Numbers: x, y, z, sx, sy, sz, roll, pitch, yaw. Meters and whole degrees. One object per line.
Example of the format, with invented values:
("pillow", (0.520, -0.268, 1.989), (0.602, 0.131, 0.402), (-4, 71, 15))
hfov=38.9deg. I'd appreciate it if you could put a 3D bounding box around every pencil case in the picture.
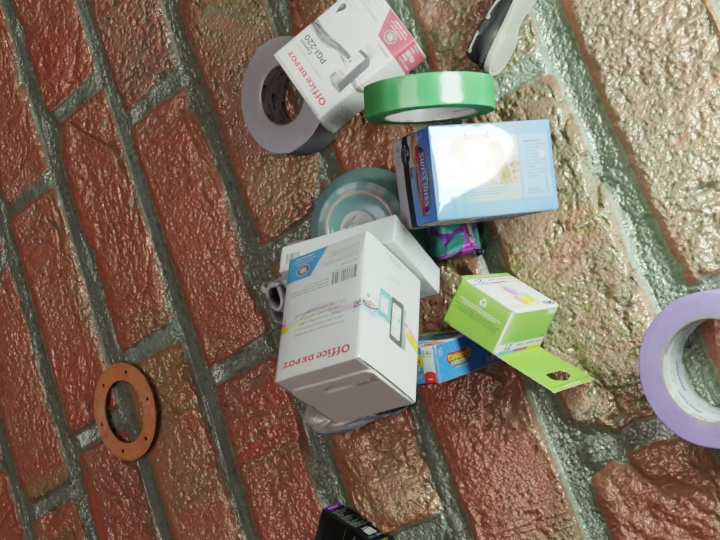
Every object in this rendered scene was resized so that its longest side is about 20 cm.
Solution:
("pencil case", (0.141, -0.120, 1.579), (0.092, 0.084, 0.204), (-7, 89, 53))

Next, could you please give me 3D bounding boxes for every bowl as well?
("bowl", (0.008, -0.066, 1.623), (0.197, 0.105, 0.205), (0, 91, 8))

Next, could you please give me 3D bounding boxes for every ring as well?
("ring", (-0.488, 0.294, 2.129), (0.198, 0.019, 0.204), (3, 96, 38))

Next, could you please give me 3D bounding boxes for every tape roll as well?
("tape roll", (0.103, -0.256, 1.528), (0.198, 0.199, 0.049), (-3, 92, 37))
("tape roll", (-0.117, -0.304, 1.780), (0.198, 0.066, 0.204), (3, 95, 38))
("tape roll", (0.474, 0.125, 1.337), (0.197, 0.084, 0.204), (2, 94, 36))

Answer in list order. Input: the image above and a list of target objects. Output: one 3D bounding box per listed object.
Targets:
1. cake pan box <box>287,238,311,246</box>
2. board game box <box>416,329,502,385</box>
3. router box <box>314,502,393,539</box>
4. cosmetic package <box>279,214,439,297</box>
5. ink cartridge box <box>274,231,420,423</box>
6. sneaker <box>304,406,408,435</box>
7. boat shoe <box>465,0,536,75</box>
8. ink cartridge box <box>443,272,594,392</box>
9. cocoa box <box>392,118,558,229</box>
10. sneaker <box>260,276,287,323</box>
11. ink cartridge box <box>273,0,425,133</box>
("cake pan box", (-0.034, 0.032, 1.745), (0.198, 0.052, 0.188), (-7, 90, 38))
("board game box", (0.090, 0.133, 1.560), (0.193, 0.199, 0.057), (-9, 91, 37))
("router box", (-0.024, 0.529, 1.762), (0.148, 0.051, 0.203), (26, 108, 36))
("cosmetic package", (0.000, 0.000, 1.533), (0.197, 0.151, 0.052), (-14, 50, 26))
("ink cartridge box", (-0.014, 0.084, 1.432), (0.145, 0.146, 0.203), (-18, 50, 31))
("sneaker", (0.001, 0.234, 1.729), (0.197, 0.072, 0.073), (-16, 54, 25))
("boat shoe", (0.219, -0.393, 1.515), (0.060, 0.073, 0.202), (37, 122, 24))
("ink cartridge box", (0.243, 0.085, 1.473), (0.199, 0.147, 0.077), (33, 110, 30))
("cocoa box", (0.165, -0.138, 1.466), (0.131, 0.197, 0.136), (174, 90, -69))
("sneaker", (-0.076, 0.073, 1.677), (0.199, 0.114, 0.076), (40, 115, 28))
("ink cartridge box", (-0.019, -0.345, 1.643), (0.199, 0.085, 0.147), (-38, 73, 9))
